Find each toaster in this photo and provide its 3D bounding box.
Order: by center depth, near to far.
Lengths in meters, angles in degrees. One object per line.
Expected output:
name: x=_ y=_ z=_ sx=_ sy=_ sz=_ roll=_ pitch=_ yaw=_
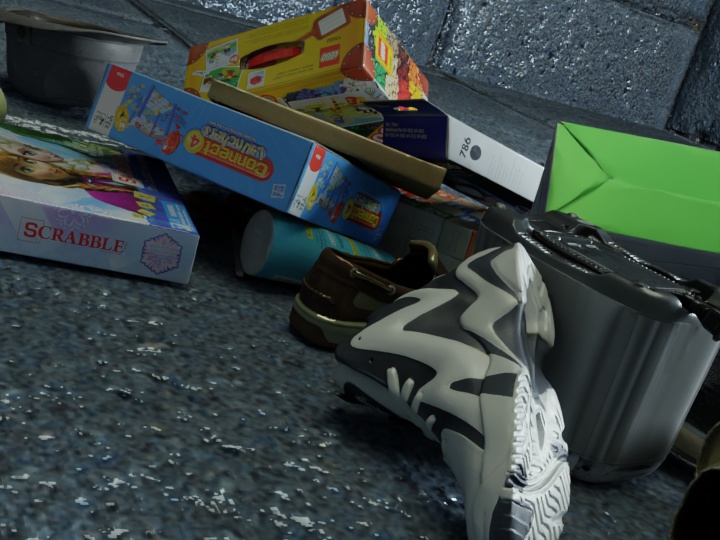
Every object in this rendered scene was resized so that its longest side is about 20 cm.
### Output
toaster: x=0.147 y=0.047 z=0.658 sx=0.113 sy=0.131 sz=0.200 roll=2 pitch=22 yaw=-40

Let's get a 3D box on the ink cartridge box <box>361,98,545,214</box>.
ink cartridge box: x=0.096 y=-0.097 z=0.909 sx=0.199 sy=0.040 sz=0.099 roll=23 pitch=-5 yaw=-33

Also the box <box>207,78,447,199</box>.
box: x=-0.025 y=-0.109 z=0.865 sx=0.198 sy=0.021 sz=0.163 roll=23 pitch=2 yaw=0

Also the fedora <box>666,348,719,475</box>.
fedora: x=0.274 y=0.074 z=0.728 sx=0.198 sy=0.093 sz=0.201 roll=12 pitch=23 yaw=-5

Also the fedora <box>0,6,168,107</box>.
fedora: x=-0.319 y=-0.231 z=1.125 sx=0.198 sy=0.091 sz=0.177 roll=17 pitch=14 yaw=20

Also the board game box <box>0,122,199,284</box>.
board game box: x=-0.234 y=-0.060 z=0.758 sx=0.197 sy=0.042 sz=0.200 roll=11 pitch=17 yaw=-23

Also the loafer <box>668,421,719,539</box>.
loafer: x=0.209 y=0.130 z=0.555 sx=0.067 sy=0.077 sz=0.200 roll=25 pitch=17 yaw=3

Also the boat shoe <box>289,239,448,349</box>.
boat shoe: x=0.046 y=0.018 z=0.741 sx=0.201 sy=0.076 sz=0.075 roll=3 pitch=22 yaw=-41

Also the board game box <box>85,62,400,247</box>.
board game box: x=-0.091 y=-0.092 z=0.847 sx=0.198 sy=0.056 sz=0.196 roll=24 pitch=3 yaw=23

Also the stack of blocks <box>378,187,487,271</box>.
stack of blocks: x=0.056 y=-0.043 z=0.971 sx=0.198 sy=0.059 sz=0.115 roll=25 pitch=18 yaw=21

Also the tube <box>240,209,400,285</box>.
tube: x=0.000 y=0.000 z=0.816 sx=0.198 sy=0.051 sz=0.078 roll=15 pitch=24 yaw=-34

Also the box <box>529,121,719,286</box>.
box: x=0.238 y=-0.020 z=0.832 sx=0.198 sy=0.098 sz=0.177 roll=12 pitch=-27 yaw=5

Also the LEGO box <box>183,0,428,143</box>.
LEGO box: x=-0.050 y=-0.173 z=0.998 sx=0.198 sy=0.078 sz=0.149 roll=-9 pitch=-25 yaw=26

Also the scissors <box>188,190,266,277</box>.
scissors: x=-0.096 y=-0.033 z=0.862 sx=0.072 sy=0.014 sz=0.200 roll=9 pitch=18 yaw=-26

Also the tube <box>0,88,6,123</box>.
tube: x=-0.372 y=-0.131 z=0.822 sx=0.052 sy=0.058 sz=0.200 roll=36 pitch=22 yaw=11

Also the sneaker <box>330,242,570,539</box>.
sneaker: x=0.041 y=0.080 z=0.562 sx=0.080 sy=0.128 sz=0.201 roll=47 pitch=34 yaw=-42
